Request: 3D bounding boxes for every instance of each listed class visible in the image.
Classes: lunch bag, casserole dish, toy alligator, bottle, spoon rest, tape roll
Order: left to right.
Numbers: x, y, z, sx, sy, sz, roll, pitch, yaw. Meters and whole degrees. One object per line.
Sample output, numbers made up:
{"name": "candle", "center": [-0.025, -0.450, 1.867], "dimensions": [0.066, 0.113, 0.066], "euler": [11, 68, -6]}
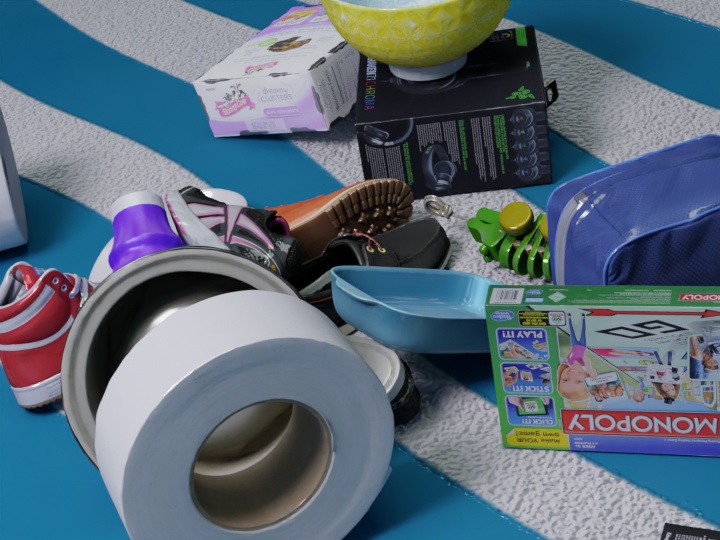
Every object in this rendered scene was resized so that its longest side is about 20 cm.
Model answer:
{"name": "bottle", "center": [-0.168, 0.029, 1.248], "dimensions": [0.083, 0.065, 0.201], "euler": [-8, 61, -17]}
{"name": "spoon rest", "center": [-0.185, -0.028, 1.423], "dimensions": [0.099, 0.061, 0.200], "euler": [13, 40, 31]}
{"name": "tape roll", "center": [-0.078, 0.118, 1.040], "dimensions": [0.201, 0.204, 0.071], "euler": [-21, 33, -16]}
{"name": "casserole dish", "center": [0.062, 0.033, 1.218], "dimensions": [0.199, 0.039, 0.121], "euler": [3, 17, -39]}
{"name": "toy alligator", "center": [0.133, -0.024, 1.330], "dimensions": [0.199, 0.059, 0.055], "euler": [12, 62, 31]}
{"name": "lunch bag", "center": [0.255, -0.024, 1.220], "dimensions": [0.198, 0.137, 0.132], "euler": [-17, 33, -12]}

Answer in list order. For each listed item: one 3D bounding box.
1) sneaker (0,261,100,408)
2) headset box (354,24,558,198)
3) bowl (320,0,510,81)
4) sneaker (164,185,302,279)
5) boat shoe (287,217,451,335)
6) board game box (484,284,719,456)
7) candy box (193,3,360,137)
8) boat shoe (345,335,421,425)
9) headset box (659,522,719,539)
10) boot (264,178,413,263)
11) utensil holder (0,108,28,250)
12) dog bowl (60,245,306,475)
{"name": "sneaker", "center": [-0.230, 0.022, 1.302], "dimensions": [0.199, 0.113, 0.071], "euler": [-34, 24, -33]}
{"name": "headset box", "center": [0.100, -0.159, 1.512], "dimensions": [0.198, 0.093, 0.175], "euler": [-6, 33, 7]}
{"name": "bowl", "center": [0.061, -0.252, 1.477], "dimensions": [0.198, 0.108, 0.201], "euler": [-7, 34, 5]}
{"name": "sneaker", "center": [-0.104, -0.023, 1.294], "dimensions": [0.086, 0.081, 0.200], "euler": [-24, 33, -12]}
{"name": "boat shoe", "center": [0.002, 0.001, 1.326], "dimensions": [0.201, 0.064, 0.073], "euler": [-30, 35, -30]}
{"name": "board game box", "center": [0.196, 0.073, 1.091], "dimensions": [0.198, 0.135, 0.029], "euler": [0, 33, 17]}
{"name": "candy box", "center": [-0.056, -0.225, 1.652], "dimensions": [0.167, 0.072, 0.200], "euler": [2, 33, 38]}
{"name": "boat shoe", "center": [-0.036, 0.075, 1.223], "dimensions": [0.199, 0.060, 0.074], "euler": [14, 66, 36]}
{"name": "headset box", "center": [0.260, 0.236, 0.876], "dimensions": [0.198, 0.076, 0.149], "euler": [5, 36, 22]}
{"name": "boot", "center": [-0.050, -0.041, 1.397], "dimensions": [0.199, 0.076, 0.107], "euler": [-26, 31, -20]}
{"name": "utensil holder", "center": [-0.442, -0.081, 1.482], "dimensions": [0.198, 0.171, 0.170], "euler": [-12, 32, -8]}
{"name": "dog bowl", "center": [-0.122, 0.075, 1.135], "dimensions": [0.198, 0.202, 0.074], "euler": [-10, 10, 0]}
